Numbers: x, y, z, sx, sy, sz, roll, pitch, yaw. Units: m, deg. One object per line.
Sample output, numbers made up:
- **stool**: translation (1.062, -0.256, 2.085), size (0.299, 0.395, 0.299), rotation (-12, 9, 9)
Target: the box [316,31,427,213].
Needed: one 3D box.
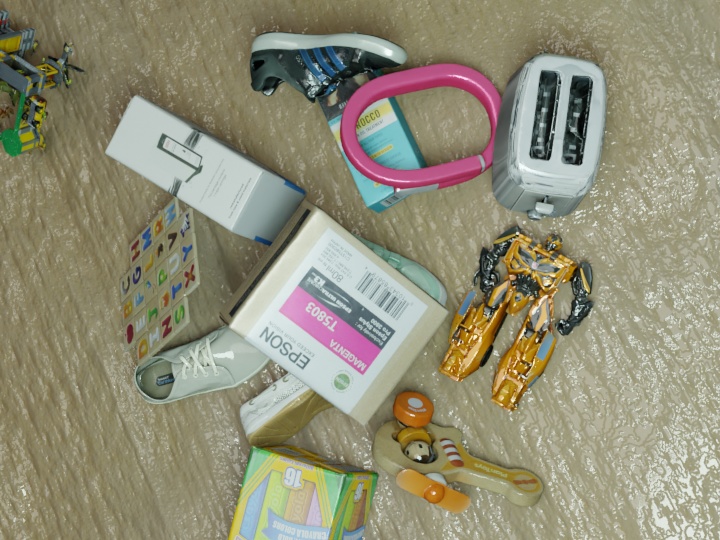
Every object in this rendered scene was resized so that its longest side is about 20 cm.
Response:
- **box**: translation (0.008, -0.178, 1.641), size (0.082, 0.049, 0.202), rotation (-28, 75, 13)

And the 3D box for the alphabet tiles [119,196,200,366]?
- **alphabet tiles**: translation (-0.246, 0.014, 1.653), size (0.200, 0.006, 0.168), rotation (-39, 52, 46)

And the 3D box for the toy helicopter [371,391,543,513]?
- **toy helicopter**: translation (0.108, 0.223, 1.524), size (0.198, 0.133, 0.080), rotation (18, 118, 3)

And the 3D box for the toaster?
- **toaster**: translation (0.213, -0.159, 1.518), size (0.112, 0.129, 0.202), rotation (10, 86, -2)

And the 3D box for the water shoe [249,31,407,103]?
- **water shoe**: translation (-0.037, -0.235, 1.605), size (0.198, 0.071, 0.080), rotation (6, 89, 26)

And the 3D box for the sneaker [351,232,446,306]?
- **sneaker**: translation (0.000, 0.000, 1.585), size (0.199, 0.118, 0.074), rotation (25, 89, 18)

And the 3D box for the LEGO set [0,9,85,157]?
- **LEGO set**: translation (-0.455, -0.250, 1.793), size (0.199, 0.116, 0.155), rotation (26, 121, 23)

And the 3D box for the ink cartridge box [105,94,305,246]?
- **ink cartridge box**: translation (-0.185, -0.119, 1.647), size (0.199, 0.146, 0.085), rotation (31, 94, 20)

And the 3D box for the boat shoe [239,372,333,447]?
- **boat shoe**: translation (-0.059, 0.129, 1.613), size (0.199, 0.071, 0.070), rotation (-33, 52, 0)

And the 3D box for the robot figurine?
- **robot figurine**: translation (0.177, 0.049, 1.550), size (0.144, 0.058, 0.202), rotation (28, 93, 19)

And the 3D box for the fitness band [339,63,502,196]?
- **fitness band**: translation (0.074, -0.166, 1.584), size (0.198, 0.037, 0.145), rotation (-13, 74, -10)

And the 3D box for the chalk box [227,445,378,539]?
- **chalk box**: translation (-0.075, 0.314, 1.567), size (0.123, 0.124, 0.202), rotation (13, 88, 19)

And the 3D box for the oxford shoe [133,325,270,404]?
- **oxford shoe**: translation (-0.192, 0.113, 1.667), size (0.198, 0.058, 0.076), rotation (-21, 75, 13)

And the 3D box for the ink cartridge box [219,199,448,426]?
- **ink cartridge box**: translation (-0.029, 0.048, 1.515), size (0.199, 0.075, 0.165), rotation (37, 89, -18)
